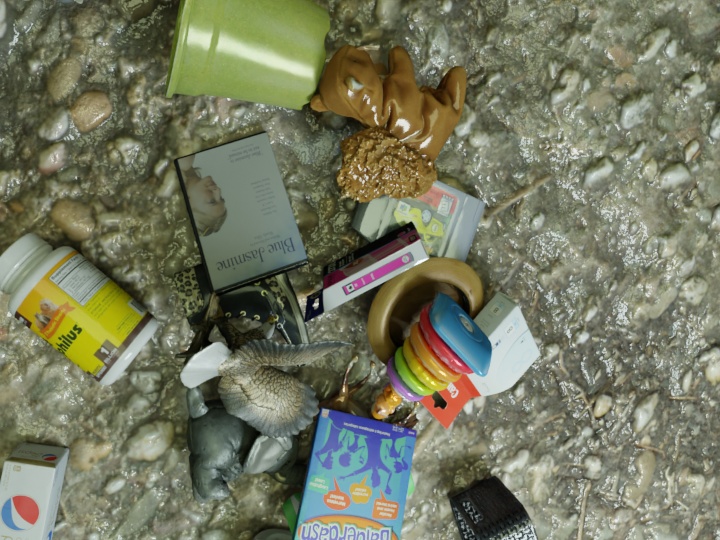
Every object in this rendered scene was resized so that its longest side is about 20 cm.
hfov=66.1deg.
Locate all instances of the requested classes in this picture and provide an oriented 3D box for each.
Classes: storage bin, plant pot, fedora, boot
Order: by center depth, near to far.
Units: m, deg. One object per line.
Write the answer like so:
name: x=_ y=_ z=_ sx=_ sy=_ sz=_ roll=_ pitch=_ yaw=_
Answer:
plant pot: x=-0.142 y=-0.299 z=0.712 sx=0.178 sy=0.199 sz=0.208 roll=11 pitch=94 yaw=-24
boot: x=-0.164 y=0.063 z=0.791 sx=0.150 sy=0.073 sz=0.210 roll=-23 pitch=93 yaw=-12
fedora: x=0.091 y=0.058 z=0.836 sx=0.194 sy=0.082 sz=0.208 roll=-9 pitch=115 yaw=-20
storage bin: x=0.230 y=0.462 z=0.893 sx=0.091 sy=0.135 sz=0.207 roll=-20 pitch=100 yaw=-9

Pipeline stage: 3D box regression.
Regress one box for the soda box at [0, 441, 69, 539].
soda box: x=-0.463 y=0.350 z=0.762 sx=0.066 sy=0.064 sz=0.208 roll=12 pitch=93 yaw=-13

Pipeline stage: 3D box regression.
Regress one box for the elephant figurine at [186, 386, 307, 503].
elephant figurine: x=-0.148 y=0.245 z=0.802 sx=0.193 sy=0.156 sz=0.146 roll=-5 pitch=64 yaw=-22

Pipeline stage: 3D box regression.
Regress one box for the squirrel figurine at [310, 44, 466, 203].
squirrel figurine: x=0.027 y=-0.193 z=0.730 sx=0.183 sy=0.139 sz=0.208 roll=10 pitch=86 yaw=-42

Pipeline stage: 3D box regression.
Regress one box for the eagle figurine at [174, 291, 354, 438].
eagle figurine: x=-0.122 y=0.115 z=0.704 sx=0.196 sy=0.152 sz=0.154 roll=30 pitch=69 yaw=-2

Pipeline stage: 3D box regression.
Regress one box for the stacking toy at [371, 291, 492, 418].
stacking toy: x=0.079 y=0.138 z=0.769 sx=0.110 sy=0.116 sz=0.200 roll=43 pitch=112 yaw=-1

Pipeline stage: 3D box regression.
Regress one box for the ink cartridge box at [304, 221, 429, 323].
ink cartridge box: x=0.000 y=0.000 z=0.788 sx=0.196 sy=0.095 sz=0.038 roll=-30 pitch=109 yaw=7

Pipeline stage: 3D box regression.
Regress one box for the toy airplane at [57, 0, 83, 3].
toy airplane: x=-0.300 y=-0.397 z=0.678 sx=0.192 sy=0.142 sz=0.206 roll=3 pitch=64 yaw=1

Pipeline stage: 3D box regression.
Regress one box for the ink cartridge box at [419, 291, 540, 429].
ink cartridge box: x=0.185 y=0.155 z=0.856 sx=0.201 sy=0.047 sz=0.161 roll=-48 pitch=137 yaw=-6

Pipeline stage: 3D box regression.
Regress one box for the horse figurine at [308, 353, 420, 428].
horse figurine: x=0.007 y=0.216 z=0.857 sx=0.198 sy=0.050 sz=0.134 roll=37 pitch=97 yaw=-19

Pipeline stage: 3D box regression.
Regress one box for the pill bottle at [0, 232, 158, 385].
pill bottle: x=-0.374 y=0.048 z=0.725 sx=0.199 sy=0.109 sz=0.110 roll=43 pitch=87 yaw=-13

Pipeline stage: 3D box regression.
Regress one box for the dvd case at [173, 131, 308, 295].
dvd case: x=-0.167 y=-0.082 z=0.768 sx=0.138 sy=0.018 sz=0.206 roll=-18 pitch=79 yaw=-10

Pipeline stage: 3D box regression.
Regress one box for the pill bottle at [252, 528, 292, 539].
pill bottle: x=-0.140 y=0.511 z=0.828 sx=0.107 sy=0.111 sz=0.207 roll=18 pitch=92 yaw=-14

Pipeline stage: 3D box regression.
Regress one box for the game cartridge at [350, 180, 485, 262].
game cartridge: x=0.088 y=-0.077 z=0.855 sx=0.194 sy=0.041 sz=0.137 roll=20 pitch=95 yaw=-14

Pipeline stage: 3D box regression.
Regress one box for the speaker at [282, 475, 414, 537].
speaker: x=-0.017 y=0.347 z=0.844 sx=0.194 sy=0.088 sz=0.091 roll=-22 pitch=101 yaw=-15

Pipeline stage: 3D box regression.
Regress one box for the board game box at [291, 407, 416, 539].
board game box: x=-0.009 y=0.314 z=0.783 sx=0.147 sy=0.045 sz=0.207 roll=13 pitch=74 yaw=-7
